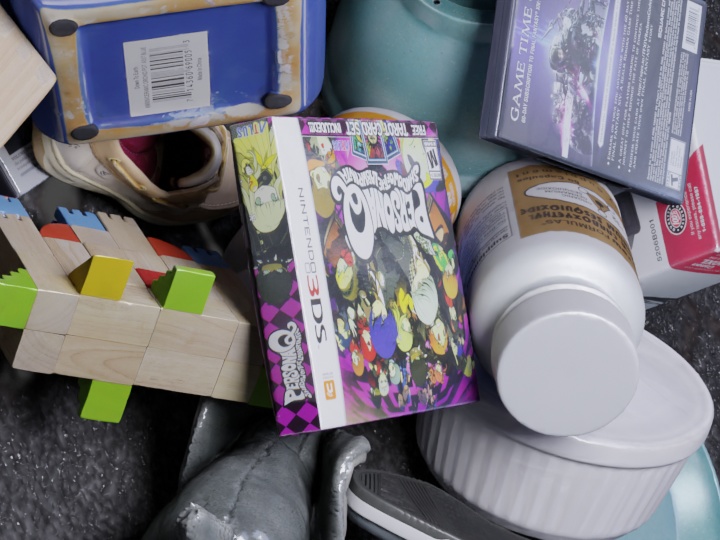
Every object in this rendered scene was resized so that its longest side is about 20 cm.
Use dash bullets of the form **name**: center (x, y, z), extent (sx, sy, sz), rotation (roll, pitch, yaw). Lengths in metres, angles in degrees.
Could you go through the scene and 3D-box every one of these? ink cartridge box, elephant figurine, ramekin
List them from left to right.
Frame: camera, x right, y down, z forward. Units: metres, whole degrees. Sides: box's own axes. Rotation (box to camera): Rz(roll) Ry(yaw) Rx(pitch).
- **elephant figurine**: center (-0.058, 0.130, 1.472), extent (0.141, 0.155, 0.200), rotation (42, 52, -21)
- **ramekin**: center (0.130, 0.101, 1.657), extent (0.201, 0.095, 0.203), rotation (14, 26, -7)
- **ink cartridge box**: center (0.194, -0.052, 1.777), extent (0.083, 0.200, 0.146), rotation (2, 72, -43)

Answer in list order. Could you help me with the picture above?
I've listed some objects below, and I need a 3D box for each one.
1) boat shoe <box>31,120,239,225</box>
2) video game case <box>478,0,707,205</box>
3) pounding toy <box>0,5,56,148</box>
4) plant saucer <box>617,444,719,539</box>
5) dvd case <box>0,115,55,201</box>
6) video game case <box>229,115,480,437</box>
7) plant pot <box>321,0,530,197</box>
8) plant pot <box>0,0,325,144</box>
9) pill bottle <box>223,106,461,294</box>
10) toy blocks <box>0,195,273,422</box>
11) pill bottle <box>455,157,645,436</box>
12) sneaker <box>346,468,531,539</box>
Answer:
- **boat shoe**: center (-0.116, -0.069, 1.517), extent (0.200, 0.069, 0.074), rotation (11, 81, -56)
- **video game case**: center (0.156, -0.134, 1.616), extent (0.199, 0.019, 0.144), rotation (15, 79, -44)
- **pounding toy**: center (-0.284, -0.078, 1.268), extent (0.142, 0.184, 0.200), rotation (52, 43, -19)
- **plant saucer**: center (0.196, 0.172, 1.808), extent (0.200, 0.036, 0.201), rotation (21, 60, -42)
- **dvd case**: center (-0.219, -0.158, 1.498), extent (0.150, 0.025, 0.201), rotation (-41, 106, -49)
- **video game case**: center (0.000, 0.000, 1.470), extent (0.200, 0.036, 0.182), rotation (-3, 84, -60)
- **plant pot**: center (0.076, -0.168, 1.667), extent (0.199, 0.134, 0.201), rotation (3, 55, -4)
- **plant pot**: center (-0.115, -0.187, 1.380), extent (0.199, 0.200, 0.181), rotation (-9, 63, -6)
- **pill bottle**: center (-0.021, -0.009, 1.586), extent (0.112, 0.112, 0.200), rotation (53, 42, -17)
- **toy blocks**: center (-0.146, 0.013, 1.437), extent (0.199, 0.100, 0.137), rotation (11, 22, -29)
- **pill bottle**: center (0.123, 0.017, 1.578), extent (0.114, 0.114, 0.200), rotation (48, 17, -22)
- **sneaker**: center (0.055, 0.216, 1.584), extent (0.199, 0.121, 0.084), rotation (28, 14, -13)
